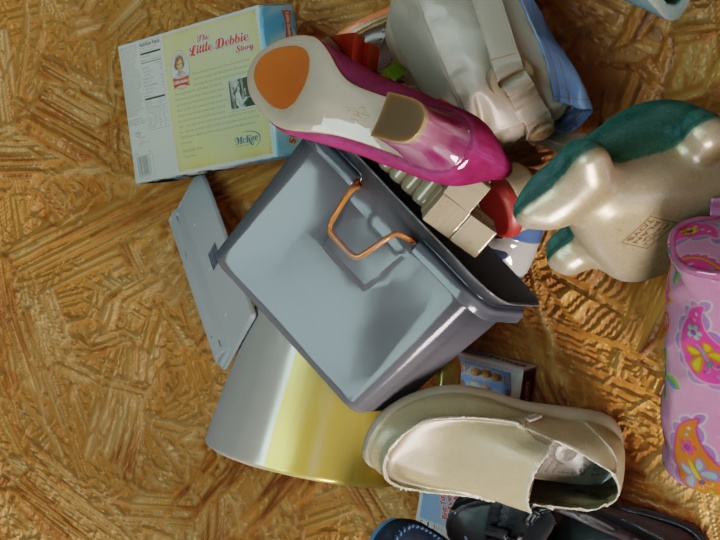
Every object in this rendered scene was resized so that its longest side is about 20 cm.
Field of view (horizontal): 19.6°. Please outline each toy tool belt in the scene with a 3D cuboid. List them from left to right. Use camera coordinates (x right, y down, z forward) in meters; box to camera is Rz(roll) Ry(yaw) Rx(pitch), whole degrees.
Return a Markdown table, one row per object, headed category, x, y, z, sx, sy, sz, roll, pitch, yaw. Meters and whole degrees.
| category | x | y | z | sx | sy | sz | roll | pitch | yaw |
| --- | --- | --- | --- | --- | --- | --- | --- | --- | --- |
| toy tool belt | 0.111 | -0.133 | 1.448 | 0.200 | 0.123 | 0.125 | 65 | 159 | 8 |

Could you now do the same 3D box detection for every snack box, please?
| category | x | y | z | sx | sy | sz | roll | pitch | yaw |
| --- | --- | --- | --- | --- | --- | --- | --- | --- | --- |
| snack box | -0.117 | -0.135 | 1.633 | 0.200 | 0.037 | 0.116 | -6 | 91 | 52 |
| snack box | 0.082 | 0.161 | 1.573 | 0.072 | 0.024 | 0.200 | 15 | 102 | 31 |

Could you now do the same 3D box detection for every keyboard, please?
| category | x | y | z | sx | sy | sz | roll | pitch | yaw |
| --- | --- | --- | --- | --- | --- | --- | --- | --- | --- |
| keyboard | -0.116 | -0.005 | 1.632 | 0.056 | 0.011 | 0.200 | -54 | 34 | 23 |

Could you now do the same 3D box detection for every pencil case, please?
| category | x | y | z | sx | sy | sz | roll | pitch | yaw |
| --- | --- | --- | --- | --- | --- | --- | --- | --- | --- |
| pencil case | 0.242 | 0.054 | 1.385 | 0.087 | 0.087 | 0.200 | 17 | 130 | 30 |

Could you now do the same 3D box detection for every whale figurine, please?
| category | x | y | z | sx | sy | sz | roll | pitch | yaw |
| --- | --- | --- | --- | --- | --- | --- | --- | --- | --- |
| whale figurine | 0.173 | -0.064 | 1.392 | 0.159 | 0.200 | 0.104 | -44 | 60 | 30 |

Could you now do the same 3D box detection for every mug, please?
| category | x | y | z | sx | sy | sz | roll | pitch | yaw |
| --- | --- | --- | --- | --- | --- | --- | --- | --- | --- |
| mug | -0.011 | 0.076 | 1.571 | 0.187 | 0.149 | 0.153 | 13 | 93 | 9 |

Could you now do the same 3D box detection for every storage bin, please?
| category | x | y | z | sx | sy | sz | roll | pitch | yaw |
| --- | --- | --- | --- | --- | --- | --- | --- | --- | --- |
| storage bin | 0.000 | 0.000 | 1.447 | 0.200 | 0.146 | 0.134 | 46 | 103 | 16 |

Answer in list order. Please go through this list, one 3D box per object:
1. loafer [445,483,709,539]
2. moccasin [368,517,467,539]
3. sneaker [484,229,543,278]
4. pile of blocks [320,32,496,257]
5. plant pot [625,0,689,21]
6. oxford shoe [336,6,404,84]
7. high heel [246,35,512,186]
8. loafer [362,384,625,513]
| category | x | y | z | sx | sy | sz | roll | pitch | yaw |
| --- | --- | --- | --- | --- | --- | --- | --- | --- | --- |
| loafer | 0.150 | 0.194 | 1.495 | 0.200 | 0.063 | 0.072 | 8 | 103 | 23 |
| moccasin | 0.085 | 0.249 | 1.507 | 0.080 | 0.200 | 0.068 | -54 | 29 | -18 |
| sneaker | 0.047 | -0.040 | 1.550 | 0.200 | 0.074 | 0.082 | 6 | 99 | 33 |
| pile of blocks | 0.039 | -0.099 | 1.424 | 0.062 | 0.082 | 0.200 | -49 | 67 | 19 |
| plant pot | 0.136 | -0.313 | 1.380 | 0.200 | 0.196 | 0.196 | 26 | 86 | 39 |
| oxford shoe | 0.035 | -0.161 | 1.549 | 0.200 | 0.071 | 0.073 | -33 | 81 | 30 |
| high heel | 0.010 | -0.103 | 1.377 | 0.200 | 0.096 | 0.067 | 17 | 84 | 47 |
| loafer | 0.101 | 0.129 | 1.460 | 0.068 | 0.200 | 0.076 | -117 | 34 | -56 |
